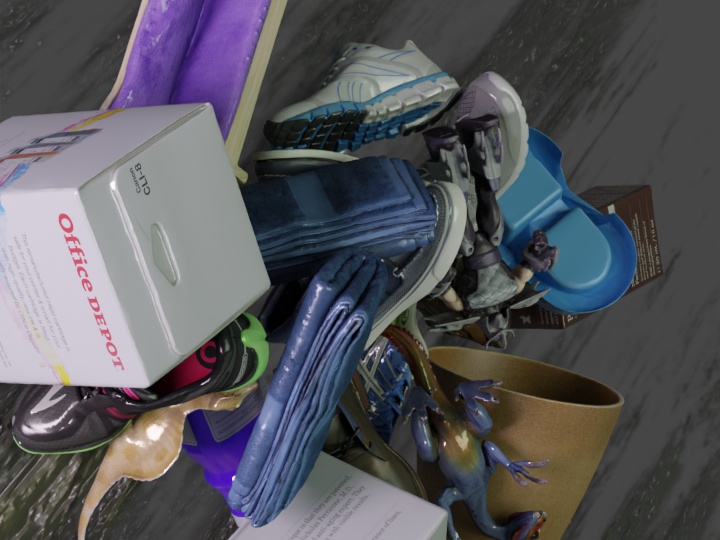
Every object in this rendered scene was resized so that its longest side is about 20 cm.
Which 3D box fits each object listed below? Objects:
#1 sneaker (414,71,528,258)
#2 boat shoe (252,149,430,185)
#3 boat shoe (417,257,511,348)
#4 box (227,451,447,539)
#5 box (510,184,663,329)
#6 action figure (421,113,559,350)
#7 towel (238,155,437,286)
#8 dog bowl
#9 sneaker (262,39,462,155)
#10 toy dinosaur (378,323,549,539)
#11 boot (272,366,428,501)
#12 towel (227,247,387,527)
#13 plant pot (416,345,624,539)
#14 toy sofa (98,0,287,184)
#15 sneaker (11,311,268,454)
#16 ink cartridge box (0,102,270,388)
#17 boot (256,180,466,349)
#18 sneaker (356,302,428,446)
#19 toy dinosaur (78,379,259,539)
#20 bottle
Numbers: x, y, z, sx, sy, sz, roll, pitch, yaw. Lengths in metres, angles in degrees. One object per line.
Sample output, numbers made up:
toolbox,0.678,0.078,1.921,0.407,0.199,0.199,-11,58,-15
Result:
sneaker,0.085,-0.081,1.718,0.082,0.075,0.201,-16,136,-42
boat shoe,-0.016,-0.061,1.623,0.200,0.075,0.062,13,84,-53
boat shoe,0.092,0.025,1.792,0.200,0.068,0.072,46,45,-67
box,-0.036,0.288,1.529,0.200,0.130,0.200,-45,147,-41
box,0.220,-0.016,1.949,0.200,0.075,0.101,-24,109,-47
action figure,0.100,-0.026,1.651,0.130,0.069,0.201,-20,106,-28
towel,-0.047,-0.039,1.504,0.199,0.112,0.049,-14,123,-7
dog bowl,0.168,-0.042,1.819,0.111,0.050,0.200,-38,81,-18
sneaker,-0.012,-0.150,1.670,0.199,0.075,0.087,-19,66,-39
toy dinosaur,0.098,0.154,1.649,0.182,0.104,0.201,71,-2,-53
boot,-0.012,0.158,1.596,0.201,0.075,0.097,61,18,19
towel,-0.035,0.085,1.443,0.112,0.048,0.201,-53,166,-66
plant pot,0.123,0.189,1.766,0.186,0.186,0.201,4,102,-51
toy sofa,-0.120,-0.171,1.508,0.098,0.082,0.201,37,62,-47
sneaker,-0.165,0.072,1.378,0.077,0.199,0.084,70,13,14
ink cartridge box,-0.191,-0.018,1.324,0.145,0.199,0.146,-40,120,-44
boot,0.000,0.000,1.580,0.090,0.200,0.073,8,43,-37
sneaker,0.012,0.091,1.682,0.076,0.077,0.201,3,90,-53
toy dinosaur,-0.167,0.119,1.438,0.058,0.200,0.101,30,24,-46
bottle,-0.109,0.110,1.537,0.083,0.065,0.201,-40,121,-38
